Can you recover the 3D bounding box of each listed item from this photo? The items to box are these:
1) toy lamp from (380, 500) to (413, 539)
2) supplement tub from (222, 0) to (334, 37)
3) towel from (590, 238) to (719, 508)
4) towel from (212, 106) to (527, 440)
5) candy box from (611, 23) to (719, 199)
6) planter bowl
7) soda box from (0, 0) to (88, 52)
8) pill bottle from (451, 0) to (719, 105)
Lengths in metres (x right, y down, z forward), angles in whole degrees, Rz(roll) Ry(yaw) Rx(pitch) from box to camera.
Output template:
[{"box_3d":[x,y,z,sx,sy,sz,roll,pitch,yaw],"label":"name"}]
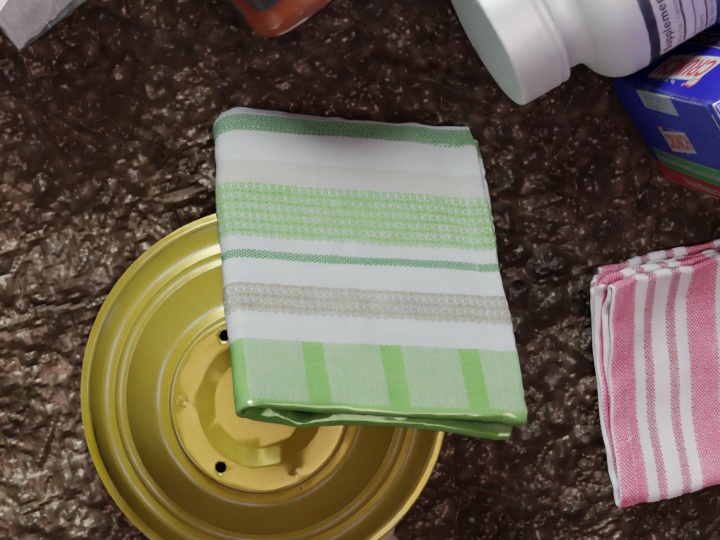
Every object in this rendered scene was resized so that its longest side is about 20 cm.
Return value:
[{"box_3d":[0.016,0.180,1.087,0.058,0.058,0.201,-15,106,-9],"label":"toy lamp"},{"box_3d":[-0.077,-0.217,0.940,0.107,0.107,0.200,-45,109,1],"label":"supplement tub"},{"box_3d":[0.233,0.052,1.118,0.199,0.030,0.147,-11,107,-10],"label":"towel"},{"box_3d":[0.000,0.000,0.977,0.148,0.201,0.031,4,138,-12],"label":"towel"},{"box_3d":[0.251,-0.117,1.006,0.199,0.169,0.077,-32,105,-3],"label":"candy box"},{"box_3d":[-0.051,0.066,0.999,0.199,0.083,0.202,0,89,-1],"label":"planter bowl"},{"box_3d":[-0.203,-0.207,0.937,0.071,0.063,0.200,-38,108,-1],"label":"soda box"},{"box_3d":[0.149,-0.170,1.000,0.199,0.111,0.111,-30,108,-4],"label":"pill bottle"}]
